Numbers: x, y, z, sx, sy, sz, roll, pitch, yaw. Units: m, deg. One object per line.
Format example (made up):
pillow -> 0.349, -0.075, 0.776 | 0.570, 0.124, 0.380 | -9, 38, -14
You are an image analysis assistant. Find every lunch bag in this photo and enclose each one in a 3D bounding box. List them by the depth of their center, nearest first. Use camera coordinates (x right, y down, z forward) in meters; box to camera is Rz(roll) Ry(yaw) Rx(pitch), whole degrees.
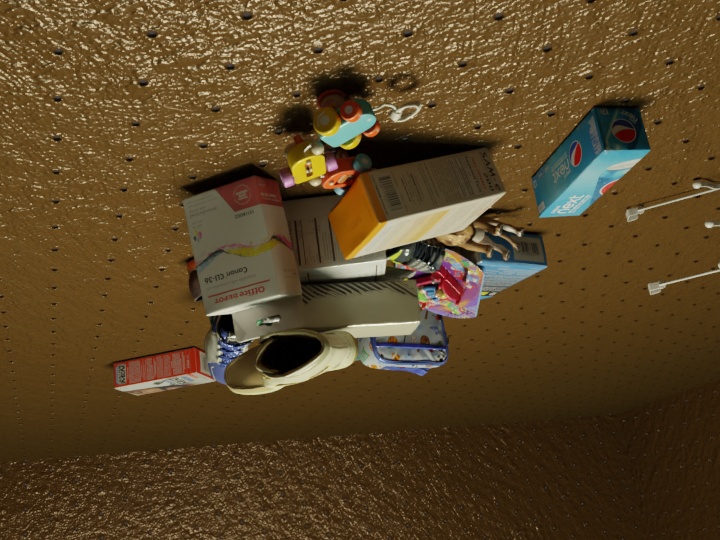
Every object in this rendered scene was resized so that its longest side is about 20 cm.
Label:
lunch bag -> 0.087, 0.125, 1.632 | 0.200, 0.161, 0.076 | 7, 156, -33

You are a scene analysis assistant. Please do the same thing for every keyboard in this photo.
keyboard -> 0.000, 0.000, 1.315 | 0.056, 0.011, 0.200 | -21, -160, -38

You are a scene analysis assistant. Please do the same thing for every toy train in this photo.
toy train -> -0.020, -0.156, 0.976 | 0.150, 0.056, 0.200 | -13, 161, -32

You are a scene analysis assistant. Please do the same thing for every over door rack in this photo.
over door rack -> 0.531, -0.059, 1.307 | 0.200, 0.148, 0.067 | -20, 159, 29

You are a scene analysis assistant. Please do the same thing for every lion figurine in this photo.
lion figurine -> 0.169, -0.063, 1.268 | 0.122, 0.073, 0.200 | 21, -179, 27

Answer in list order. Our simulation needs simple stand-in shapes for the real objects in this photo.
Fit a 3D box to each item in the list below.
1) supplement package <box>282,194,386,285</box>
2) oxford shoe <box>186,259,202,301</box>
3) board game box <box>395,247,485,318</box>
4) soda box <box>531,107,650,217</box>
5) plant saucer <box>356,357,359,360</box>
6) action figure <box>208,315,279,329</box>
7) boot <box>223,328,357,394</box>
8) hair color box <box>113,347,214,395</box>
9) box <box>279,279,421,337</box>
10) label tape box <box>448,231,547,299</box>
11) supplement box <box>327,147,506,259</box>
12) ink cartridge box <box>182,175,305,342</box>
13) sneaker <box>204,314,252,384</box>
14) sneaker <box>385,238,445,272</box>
supplement package -> -0.069, -0.036, 1.196 | 0.200, 0.110, 0.114 | -7, 162, -4
oxford shoe -> -0.180, 0.013, 1.345 | 0.200, 0.073, 0.071 | -7, 160, -3
board game box -> 0.127, 0.033, 1.420 | 0.158, 0.039, 0.200 | 19, 147, 13
soda box -> 0.306, -0.142, 1.117 | 0.068, 0.064, 0.200 | -3, 160, -14
plant saucer -> -0.003, 0.207, 2.041 | 0.200, 0.019, 0.070 | -12, 160, 8
action figure -> -0.176, 0.073, 1.500 | 0.200, 0.118, 0.055 | -14, 153, -8
boot -> -0.117, 0.122, 1.109 | 0.200, 0.072, 0.155 | -16, 171, 14
hair color box -> -0.443, 0.231, 1.870 | 0.200, 0.064, 0.111 | -11, 161, 11
box -> -0.018, 0.059, 1.206 | 0.200, 0.069, 0.082 | -3, 163, -10
label tape box -> 0.211, -0.004, 1.465 | 0.143, 0.066, 0.200 | 4, 160, -28
supplement box -> 0.073, -0.089, 1.094 | 0.200, 0.074, 0.126 | -15, 165, -28
ink cartridge box -> -0.152, -0.011, 1.086 | 0.116, 0.200, 0.067 | -16, 174, 21
sneaker -> -0.221, 0.113, 1.397 | 0.080, 0.200, 0.115 | 7, -160, -11
sneaker -> 0.088, -0.035, 1.248 | 0.081, 0.074, 0.200 | 22, -176, 9
